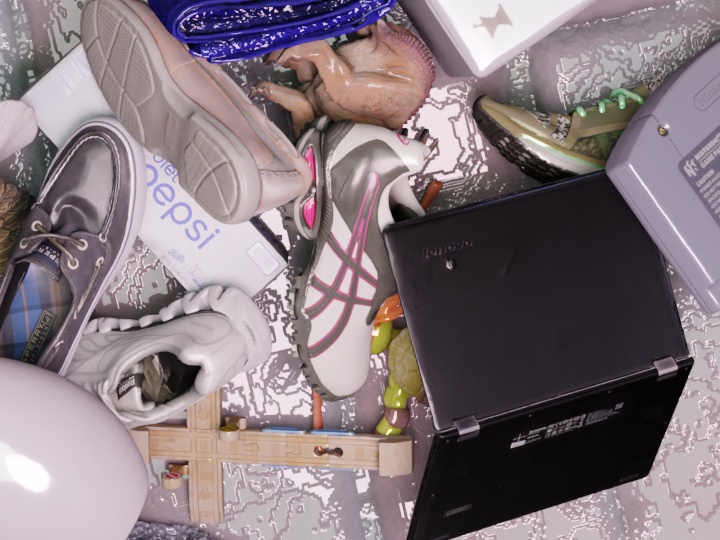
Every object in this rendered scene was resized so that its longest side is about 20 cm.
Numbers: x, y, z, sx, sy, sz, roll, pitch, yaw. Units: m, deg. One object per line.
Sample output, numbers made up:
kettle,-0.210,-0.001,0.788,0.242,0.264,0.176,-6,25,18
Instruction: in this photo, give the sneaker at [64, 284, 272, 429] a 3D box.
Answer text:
sneaker,-0.154,0.071,1.620,0.199,0.081,0.075,-23,107,32

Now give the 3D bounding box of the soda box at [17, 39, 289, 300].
soda box,-0.134,-0.060,1.644,0.063,0.068,0.200,-42,95,4

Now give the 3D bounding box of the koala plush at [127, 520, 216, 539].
koala plush,-0.141,0.250,1.606,0.183,0.200,0.179,6,95,-3

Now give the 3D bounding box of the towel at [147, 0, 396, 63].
towel,-0.072,-0.189,1.562,0.147,0.200,0.050,-12,120,-15

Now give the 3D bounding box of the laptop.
laptop,0.105,0.057,1.614,0.186,0.201,0.116,-14,54,-22

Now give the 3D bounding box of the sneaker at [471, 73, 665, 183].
sneaker,0.171,-0.092,1.661,0.199,0.077,0.089,19,83,-10

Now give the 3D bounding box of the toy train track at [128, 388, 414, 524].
toy train track,-0.065,0.121,1.661,0.199,0.033,0.115,2,106,9

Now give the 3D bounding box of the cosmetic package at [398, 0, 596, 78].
cosmetic package,0.088,-0.232,1.571,0.165,0.200,0.165,-33,96,0

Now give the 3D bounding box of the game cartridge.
game cartridge,0.249,-0.080,1.628,0.200,0.042,0.133,-40,93,-33

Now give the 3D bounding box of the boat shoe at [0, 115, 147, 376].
boat shoe,-0.196,-0.002,1.585,0.070,0.066,0.201,28,102,9

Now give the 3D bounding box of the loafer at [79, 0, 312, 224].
loafer,-0.104,-0.104,1.556,0.063,0.200,0.072,-13,140,-35

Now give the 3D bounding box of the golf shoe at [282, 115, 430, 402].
golf shoe,0.000,0.000,1.586,0.087,0.077,0.201,5,122,13

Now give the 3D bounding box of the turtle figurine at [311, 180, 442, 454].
turtle figurine,0.064,0.055,1.664,0.160,0.064,0.201,23,94,-4

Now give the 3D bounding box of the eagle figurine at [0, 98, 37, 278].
eagle figurine,-0.277,-0.018,1.617,0.151,0.151,0.201,-7,85,-10

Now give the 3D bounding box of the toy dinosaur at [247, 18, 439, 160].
toy dinosaur,0.006,-0.109,1.610,0.135,0.200,0.086,35,51,-7

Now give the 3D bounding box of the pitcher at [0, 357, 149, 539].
pitcher,-0.242,0.126,1.513,0.200,0.121,0.172,35,75,-22
